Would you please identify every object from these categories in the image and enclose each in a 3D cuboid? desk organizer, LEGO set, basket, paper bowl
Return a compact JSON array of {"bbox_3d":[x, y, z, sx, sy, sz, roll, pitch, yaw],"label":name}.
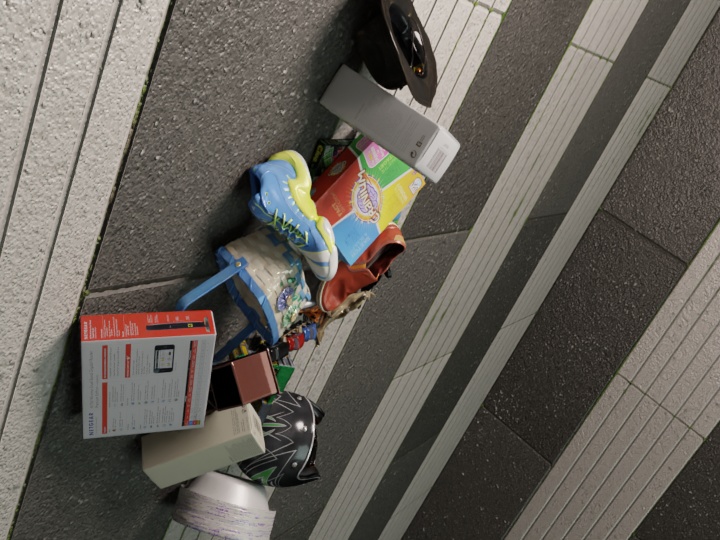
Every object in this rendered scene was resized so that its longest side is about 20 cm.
[{"bbox_3d":[-0.225,0.186,1.186,0.197,0.074,0.076,-21,175,41],"label":"desk organizer"},{"bbox_3d":[-0.211,0.183,1.334,0.150,0.117,0.204,4,123,-29],"label":"LEGO set"},{"bbox_3d":[-0.177,0.042,1.129,0.198,0.139,0.178,-35,152,-14],"label":"basket"},{"bbox_3d":[-0.262,0.459,1.463,0.201,0.195,0.107,50,52,-65],"label":"paper bowl"}]

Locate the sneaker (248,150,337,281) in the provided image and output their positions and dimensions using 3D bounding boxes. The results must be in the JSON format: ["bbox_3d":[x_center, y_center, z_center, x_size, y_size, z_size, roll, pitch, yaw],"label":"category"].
[{"bbox_3d":[-0.107,-0.072,1.081,0.103,0.204,0.076,-15,167,-28],"label":"sneaker"}]

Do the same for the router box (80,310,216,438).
[{"bbox_3d":[-0.303,0.148,1.052,0.175,0.049,0.203,-1,131,-22],"label":"router box"}]

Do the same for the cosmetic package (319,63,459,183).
[{"bbox_3d":[0.044,-0.219,1.109,0.075,0.199,0.101,-54,156,8],"label":"cosmetic package"}]

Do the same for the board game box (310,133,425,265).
[{"bbox_3d":[0.007,-0.132,1.237,0.200,0.040,0.154,-48,135,-11],"label":"board game box"}]

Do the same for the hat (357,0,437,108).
[{"bbox_3d":[0.045,-0.330,1.098,0.200,0.079,0.206,38,47,-54],"label":"hat"}]

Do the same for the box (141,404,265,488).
[{"bbox_3d":[-0.267,0.297,1.268,0.195,0.069,0.083,-18,140,0],"label":"box"}]

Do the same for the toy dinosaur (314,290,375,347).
[{"bbox_3d":[-0.027,0.061,1.412,0.199,0.058,0.101,-39,174,-40],"label":"toy dinosaur"}]

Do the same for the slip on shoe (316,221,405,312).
[{"bbox_3d":[0.000,0.000,1.298,0.200,0.061,0.074,-43,139,4],"label":"slip on shoe"}]

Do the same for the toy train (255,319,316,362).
[{"bbox_3d":[-0.119,0.118,1.262,0.200,0.045,0.035,-29,117,-69],"label":"toy train"}]

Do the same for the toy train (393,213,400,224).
[{"bbox_3d":[-0.006,-0.092,1.321,0.197,0.085,0.118,-14,138,-41],"label":"toy train"}]

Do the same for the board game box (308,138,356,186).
[{"bbox_3d":[-0.023,-0.174,1.266,0.198,0.023,0.106,-17,139,-53],"label":"board game box"}]

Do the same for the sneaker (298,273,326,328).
[{"bbox_3d":[-0.097,0.067,1.381,0.198,0.077,0.114,-22,141,-49],"label":"sneaker"}]

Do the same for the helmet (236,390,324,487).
[{"bbox_3d":[-0.161,0.332,1.473,0.201,0.199,0.191,-50,147,-5],"label":"helmet"}]

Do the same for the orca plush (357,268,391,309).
[{"bbox_3d":[0.027,0.004,1.528,0.104,0.071,0.203,-25,143,-46],"label":"orca plush"}]
